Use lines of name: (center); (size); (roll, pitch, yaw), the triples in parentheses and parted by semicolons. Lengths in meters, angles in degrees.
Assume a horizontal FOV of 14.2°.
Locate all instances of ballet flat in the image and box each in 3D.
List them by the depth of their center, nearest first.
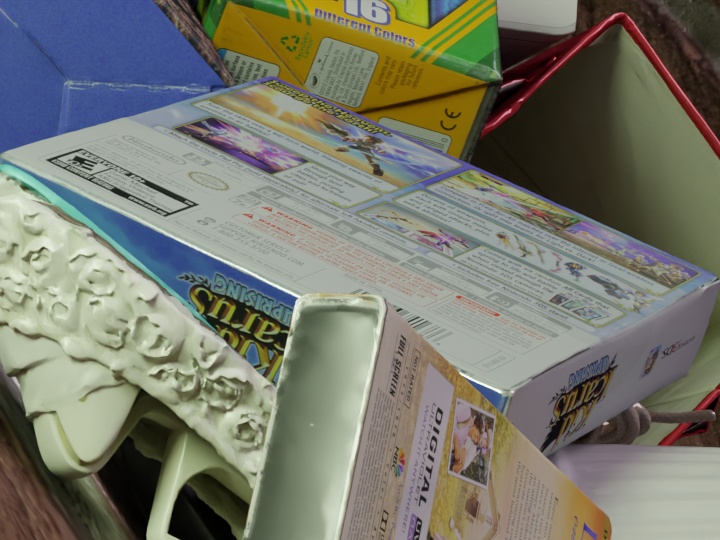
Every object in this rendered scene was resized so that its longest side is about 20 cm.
ballet flat: (-0.054, 0.049, 0.861); (0.200, 0.072, 0.072); (39, 8, -16)

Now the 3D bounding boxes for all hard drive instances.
hard drive: (0.014, -0.119, 1.462); (0.200, 0.131, 0.027); (160, -65, -73)

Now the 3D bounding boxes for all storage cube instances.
storage cube: (0.082, 0.009, 1.438); (0.200, 0.171, 0.180); (54, -30, -7)

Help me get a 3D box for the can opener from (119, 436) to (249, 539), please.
can opener: (-0.006, 0.123, 0.942); (0.200, 0.079, 0.063); (55, -34, 1)

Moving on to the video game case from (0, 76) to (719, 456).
video game case: (0.000, 0.000, 1.001); (0.200, 0.046, 0.181); (25, 23, 22)

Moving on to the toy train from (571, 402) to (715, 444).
toy train: (0.025, 0.047, 1.060); (0.116, 0.199, 0.085); (-25, 120, -74)

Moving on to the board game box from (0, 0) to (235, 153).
board game box: (-0.153, -0.135, 1.135); (0.160, 0.097, 0.200); (49, 6, -33)

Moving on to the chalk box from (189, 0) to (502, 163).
chalk box: (-0.017, -0.103, 1.250); (0.124, 0.125, 0.200); (16, 32, -11)

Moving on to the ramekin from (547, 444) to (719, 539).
ramekin: (0.109, 0.152, 1.002); (0.202, 0.094, 0.203); (-8, 90, -90)

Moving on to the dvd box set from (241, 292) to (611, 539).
dvd box set: (0.018, 0.109, 0.816); (0.029, 0.147, 0.200); (4, -19, 25)
